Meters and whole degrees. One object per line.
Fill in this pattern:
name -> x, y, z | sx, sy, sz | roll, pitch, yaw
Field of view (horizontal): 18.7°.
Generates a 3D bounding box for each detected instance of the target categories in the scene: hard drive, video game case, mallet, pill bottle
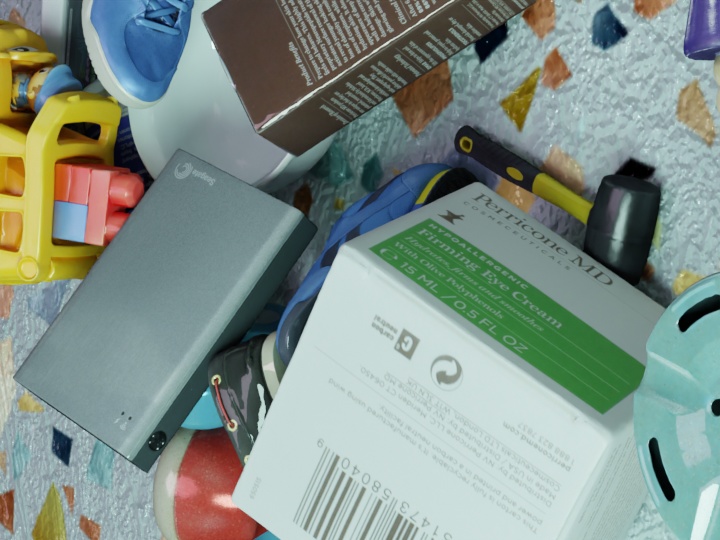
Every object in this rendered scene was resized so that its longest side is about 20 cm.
hard drive -> -0.133, 0.023, 1.485 | 0.139, 0.033, 0.200 | 27, 78, 42
video game case -> -0.222, -0.155, 1.756 | 0.023, 0.182, 0.201 | 4, 96, 9
mallet -> 0.122, -0.062, 1.400 | 0.200, 0.041, 0.066 | 45, 126, 47
pill bottle -> -0.144, -0.049, 1.675 | 0.120, 0.119, 0.201 | -35, 63, 47

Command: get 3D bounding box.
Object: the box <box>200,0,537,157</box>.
box -> 0.005, -0.173, 1.442 | 0.199, 0.075, 0.101 | -31, 68, 12

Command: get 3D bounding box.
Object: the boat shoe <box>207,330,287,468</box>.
boat shoe -> -0.039, 0.139, 1.428 | 0.063, 0.074, 0.202 | -18, 95, 29

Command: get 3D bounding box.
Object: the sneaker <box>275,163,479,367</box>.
sneaker -> 0.000, 0.000, 1.448 | 0.078, 0.200, 0.066 | 3, 130, 45

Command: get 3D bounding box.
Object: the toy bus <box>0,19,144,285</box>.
toy bus -> -0.235, -0.083, 1.590 | 0.191, 0.136, 0.201 | 5, 94, 28

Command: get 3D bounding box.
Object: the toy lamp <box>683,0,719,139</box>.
toy lamp -> 0.219, -0.074, 1.257 | 0.058, 0.058, 0.201 | -9, 86, 52

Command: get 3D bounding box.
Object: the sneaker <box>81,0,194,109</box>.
sneaker -> -0.134, -0.220, 1.546 | 0.111, 0.076, 0.201 | -16, 63, 48

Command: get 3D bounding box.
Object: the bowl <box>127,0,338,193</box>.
bowl -> -0.070, -0.139, 1.586 | 0.200, 0.090, 0.202 | -9, 76, 41

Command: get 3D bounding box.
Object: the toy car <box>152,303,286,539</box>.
toy car -> -0.027, 0.147, 1.535 | 0.199, 0.177, 0.185 | 12, 115, 23

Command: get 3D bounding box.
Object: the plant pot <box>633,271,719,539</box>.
plant pot -> 0.255, 0.073, 1.097 | 0.200, 0.195, 0.202 | 3, 94, 53

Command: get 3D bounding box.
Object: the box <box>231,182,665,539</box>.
box -> 0.070, 0.094, 1.310 | 0.199, 0.171, 0.201 | 35, 120, 19
